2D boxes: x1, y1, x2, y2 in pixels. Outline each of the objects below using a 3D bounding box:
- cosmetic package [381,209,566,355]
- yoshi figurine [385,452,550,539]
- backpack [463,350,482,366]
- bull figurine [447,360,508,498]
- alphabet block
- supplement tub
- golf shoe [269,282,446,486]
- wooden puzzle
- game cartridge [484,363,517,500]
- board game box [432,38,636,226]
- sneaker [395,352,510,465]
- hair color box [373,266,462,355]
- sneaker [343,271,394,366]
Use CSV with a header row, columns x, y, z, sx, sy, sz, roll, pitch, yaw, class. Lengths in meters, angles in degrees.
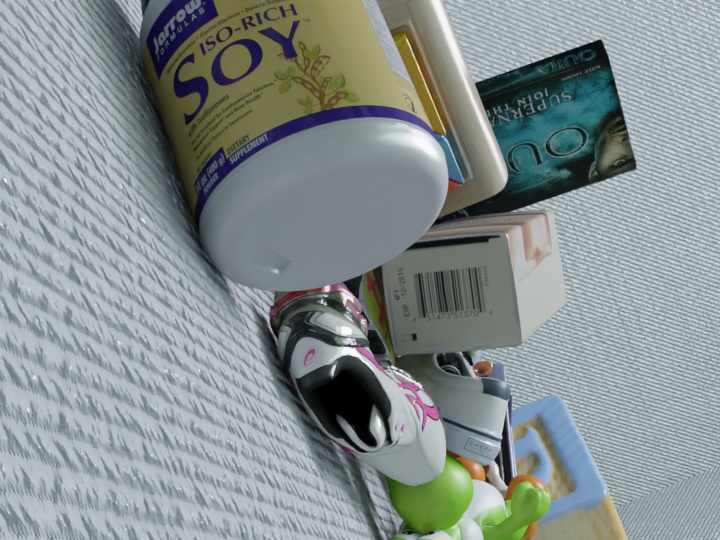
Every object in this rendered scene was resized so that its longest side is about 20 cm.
x,y,z,sx,sy,sz,roll,pitch,yaw,class
0.094,0.005,1.106,0.200,0.103,0.087,-22,105,-73,cosmetic package
0.077,0.176,1.082,0.112,0.112,0.200,55,21,12,yoshi figurine
0.063,0.089,1.452,0.200,0.154,0.163,-136,-140,-60,backpack
0.080,0.164,1.252,0.200,0.065,0.122,114,-33,-56,bull figurine
0.184,0.291,1.527,0.196,0.195,0.200,-104,169,-61,alphabet block
-0.046,-0.104,0.819,0.145,0.145,0.200,61,6,-62,supplement tub
0.001,0.097,0.933,0.200,0.073,0.092,51,19,-40,golf shoe
-0.001,-0.105,1.096,0.037,0.200,0.185,-113,178,-66,wooden puzzle
0.134,0.205,1.328,0.130,0.038,0.200,77,9,-50,game cartridge
0.122,-0.105,1.174,0.135,0.200,0.028,62,13,-45,board game box
0.052,0.091,1.112,0.073,0.071,0.200,27,-3,-38,sneaker
0.000,0.000,1.204,0.065,0.109,0.200,-104,170,-71,hair color box
-0.019,0.025,1.075,0.090,0.078,0.200,56,23,-76,sneaker
